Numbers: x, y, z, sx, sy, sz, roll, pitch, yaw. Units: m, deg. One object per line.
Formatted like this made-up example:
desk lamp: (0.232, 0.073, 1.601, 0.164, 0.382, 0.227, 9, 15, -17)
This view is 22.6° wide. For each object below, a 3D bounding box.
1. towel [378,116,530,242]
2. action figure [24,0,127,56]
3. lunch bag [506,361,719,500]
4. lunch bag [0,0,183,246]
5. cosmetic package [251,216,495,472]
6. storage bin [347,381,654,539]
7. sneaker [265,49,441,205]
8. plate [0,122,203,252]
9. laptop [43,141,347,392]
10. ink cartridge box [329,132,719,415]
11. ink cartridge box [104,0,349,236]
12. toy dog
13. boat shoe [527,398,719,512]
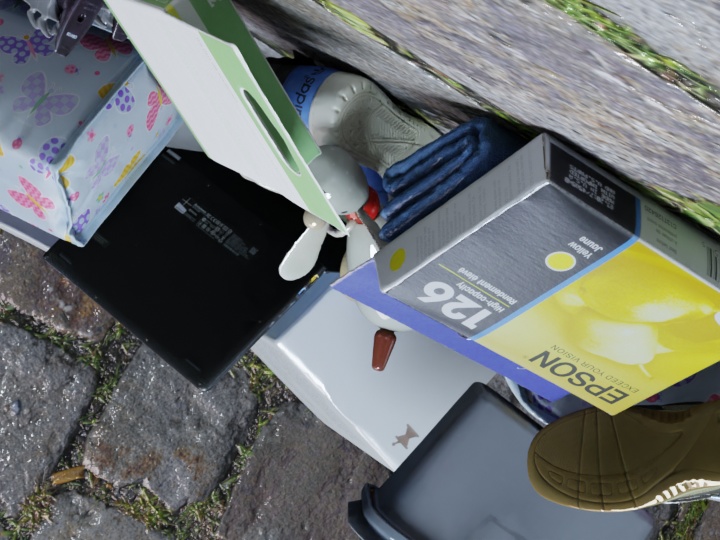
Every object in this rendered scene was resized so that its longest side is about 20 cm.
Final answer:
towel: (0.115, -0.017, 1.117, 0.199, 0.049, 0.111, 30, 141, -27)
action figure: (-0.245, -0.221, 1.258, 0.199, 0.070, 0.130, 33, -160, 28)
lunch bag: (0.196, 0.076, 1.298, 0.199, 0.128, 0.170, 20, 179, 10)
lunch bag: (-0.230, -0.147, 1.358, 0.169, 0.200, 0.128, 25, 147, 19)
cosmetic package: (0.005, 0.042, 1.552, 0.168, 0.166, 0.200, 48, 171, -21)
storage bin: (0.108, 0.181, 1.290, 0.199, 0.135, 0.146, 36, -177, -2)
sneaker: (-0.015, -0.091, 1.278, 0.111, 0.077, 0.200, 21, 171, 32)
plate: (-0.228, -0.080, 1.449, 0.199, 0.200, 0.032, 27, 136, -1)
laptop: (-0.098, -0.004, 1.384, 0.187, 0.200, 0.116, 36, 163, 29)
ink cartridge box: (0.115, 0.021, 1.091, 0.197, 0.047, 0.200, 27, 136, -28)
ink cartridge box: (-0.072, -0.112, 1.093, 0.200, 0.048, 0.146, 27, 154, 55)
toy dog: (0.000, 0.000, 1.237, 0.200, 0.097, 0.131, 34, 158, -36)
boat shoe: (0.205, 0.121, 1.170, 0.199, 0.074, 0.065, -9, 163, 33)
